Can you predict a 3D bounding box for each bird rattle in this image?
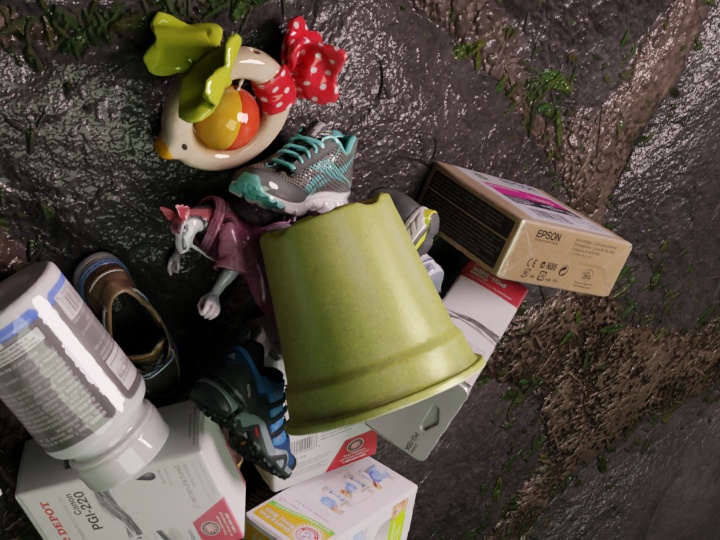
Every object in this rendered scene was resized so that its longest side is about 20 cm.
[{"bbox_3d":[-0.116,-0.168,1.060,0.200,0.113,0.163,-7,137,-49],"label":"bird rattle"}]

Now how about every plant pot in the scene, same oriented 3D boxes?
[{"bbox_3d":[-0.006,0.033,1.059,0.200,0.200,0.185,-20,93,-25],"label":"plant pot"}]

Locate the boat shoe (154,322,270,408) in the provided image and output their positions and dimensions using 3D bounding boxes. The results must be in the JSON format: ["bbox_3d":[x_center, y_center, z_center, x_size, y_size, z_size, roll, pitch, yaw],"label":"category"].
[{"bbox_3d":[-0.163,0.138,1.214,0.065,0.074,0.202,38,102,-24],"label":"boat shoe"}]

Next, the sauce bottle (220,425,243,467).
[{"bbox_3d":[-0.168,0.219,1.290,0.066,0.066,0.200,2,120,-38],"label":"sauce bottle"}]

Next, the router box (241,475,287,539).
[{"bbox_3d":[-0.096,0.346,1.409,0.157,0.052,0.200,-50,140,-25],"label":"router box"}]

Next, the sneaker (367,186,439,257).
[{"bbox_3d":[0.000,0.000,1.187,0.200,0.085,0.074,-52,160,11],"label":"sneaker"}]

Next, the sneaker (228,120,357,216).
[{"bbox_3d":[-0.061,-0.106,1.116,0.200,0.077,0.092,-13,121,-67],"label":"sneaker"}]

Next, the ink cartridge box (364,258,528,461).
[{"bbox_3d":[0.101,0.099,1.303,0.200,0.083,0.147,-51,171,-49],"label":"ink cartridge box"}]

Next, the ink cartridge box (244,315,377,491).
[{"bbox_3d":[-0.055,0.138,1.304,0.144,0.084,0.201,-16,130,-27],"label":"ink cartridge box"}]

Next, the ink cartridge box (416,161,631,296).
[{"bbox_3d":[0.185,-0.047,1.297,0.200,0.165,0.075,9,112,-41],"label":"ink cartridge box"}]

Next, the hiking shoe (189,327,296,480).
[{"bbox_3d":[-0.097,0.147,1.156,0.087,0.074,0.200,-53,149,-20],"label":"hiking shoe"}]

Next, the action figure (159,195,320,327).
[{"bbox_3d":[-0.113,-0.023,1.111,0.149,0.134,0.200,-49,139,0],"label":"action figure"}]

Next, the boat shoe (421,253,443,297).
[{"bbox_3d":[0.042,0.011,1.298,0.074,0.086,0.202,-33,164,-10],"label":"boat shoe"}]

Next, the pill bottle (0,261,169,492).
[{"bbox_3d":[-0.272,0.101,1.045,0.114,0.114,0.200,-37,111,-10],"label":"pill bottle"}]

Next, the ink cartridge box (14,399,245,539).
[{"bbox_3d":[-0.235,0.228,1.173,0.199,0.085,0.146,-13,127,6],"label":"ink cartridge box"}]

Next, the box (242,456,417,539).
[{"bbox_3d":[-0.038,0.312,1.327,0.200,0.101,0.113,-21,129,-47],"label":"box"}]

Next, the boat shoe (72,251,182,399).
[{"bbox_3d":[-0.227,0.073,1.135,0.072,0.072,0.200,-36,136,-12],"label":"boat shoe"}]
